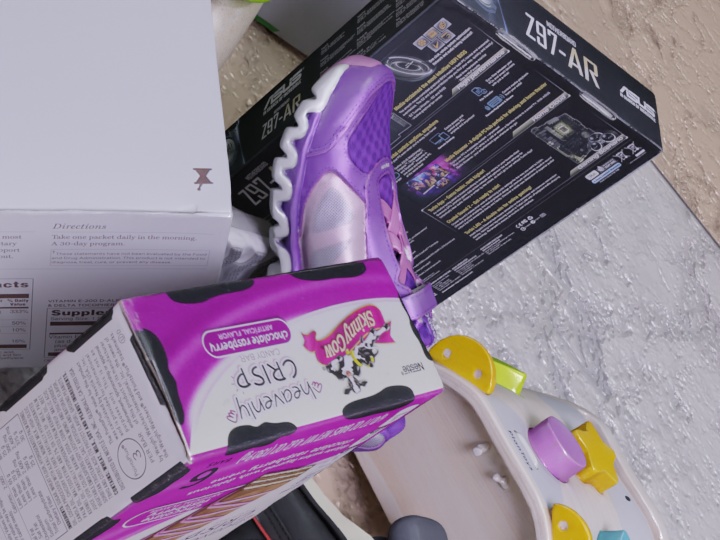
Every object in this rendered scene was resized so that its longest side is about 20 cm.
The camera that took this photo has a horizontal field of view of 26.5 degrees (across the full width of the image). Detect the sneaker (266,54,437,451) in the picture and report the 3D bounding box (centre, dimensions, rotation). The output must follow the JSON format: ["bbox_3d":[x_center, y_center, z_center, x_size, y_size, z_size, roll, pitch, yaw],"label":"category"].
[{"bbox_3d":[0.000,0.000,0.739,0.080,0.088,0.202,-18,121,-66],"label":"sneaker"}]

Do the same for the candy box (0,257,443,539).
[{"bbox_3d":[-0.084,0.075,0.577,0.136,0.200,0.061,-10,69,-50],"label":"candy box"}]

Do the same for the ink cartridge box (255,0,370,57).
[{"bbox_3d":[-0.029,-0.243,0.987,0.145,0.084,0.202,31,42,-30],"label":"ink cartridge box"}]

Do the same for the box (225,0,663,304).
[{"bbox_3d":[0.035,-0.065,0.823,0.159,0.200,0.044,29,43,-29],"label":"box"}]

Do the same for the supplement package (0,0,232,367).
[{"bbox_3d":[-0.159,-0.055,0.600,0.198,0.111,0.157,0,57,-15],"label":"supplement package"}]

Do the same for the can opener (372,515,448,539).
[{"bbox_3d":[0.021,0.204,0.677,0.066,0.053,0.202,25,46,-33],"label":"can opener"}]

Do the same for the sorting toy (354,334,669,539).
[{"bbox_3d":[0.097,0.117,0.812,0.179,0.107,0.201,8,46,-52],"label":"sorting toy"}]

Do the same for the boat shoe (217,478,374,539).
[{"bbox_3d":[-0.047,0.115,0.675,0.063,0.074,0.201,-32,64,-24],"label":"boat shoe"}]

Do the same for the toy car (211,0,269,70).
[{"bbox_3d":[-0.135,-0.180,0.765,0.199,0.164,0.158,35,39,-11],"label":"toy car"}]

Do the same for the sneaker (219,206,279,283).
[{"bbox_3d":[-0.118,-0.039,0.732,0.199,0.075,0.083,18,51,-39],"label":"sneaker"}]
